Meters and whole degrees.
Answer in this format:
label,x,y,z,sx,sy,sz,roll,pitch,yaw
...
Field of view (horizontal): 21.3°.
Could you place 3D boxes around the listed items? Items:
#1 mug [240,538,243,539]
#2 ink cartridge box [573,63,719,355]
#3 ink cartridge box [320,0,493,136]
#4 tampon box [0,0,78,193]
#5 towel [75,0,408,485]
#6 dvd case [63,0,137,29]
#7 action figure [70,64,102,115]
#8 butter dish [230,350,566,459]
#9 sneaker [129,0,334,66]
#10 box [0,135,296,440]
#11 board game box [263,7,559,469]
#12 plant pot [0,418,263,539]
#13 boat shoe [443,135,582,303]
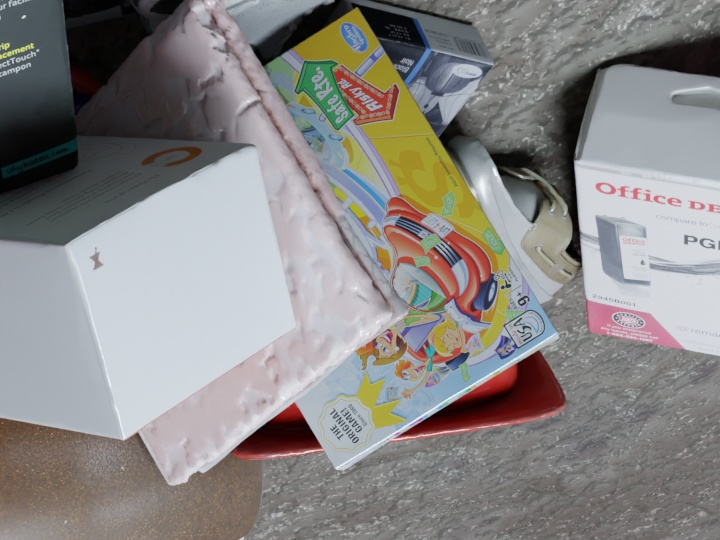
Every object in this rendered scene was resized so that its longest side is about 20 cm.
label,x,y,z,sx,sy,sz,roll,pitch,yaw
mug,-0.201,0.138,1.250,0.200,0.148,0.175,-5,141,29
ink cartridge box,0.219,-0.032,1.236,0.145,0.085,0.200,10,146,16
ink cartridge box,-0.015,-0.073,1.146,0.099,0.039,0.200,6,136,-36
tampon box,-0.217,-0.130,0.828,0.150,0.126,0.200,-19,145,-18
towel,-0.085,-0.012,0.970,0.032,0.191,0.200,-23,169,-48
dvd case,-0.210,-0.162,0.933,0.200,0.025,0.150,-15,144,-10
action figure,-0.151,-0.083,1.046,0.200,0.052,0.065,13,139,-40
butter dish,0.000,0.000,1.088,0.199,0.200,0.148,-7,117,-12
sneaker,-0.027,-0.160,1.010,0.200,0.075,0.116,-18,159,-9
box,-0.151,0.000,0.920,0.124,0.200,0.098,-33,118,-43
board game box,-0.005,-0.016,0.995,0.134,0.200,0.034,-32,172,3
plant pot,-0.163,0.120,1.076,0.200,0.187,0.187,-4,141,-29
boat shoe,0.097,-0.037,1.232,0.068,0.075,0.200,-28,154,2
